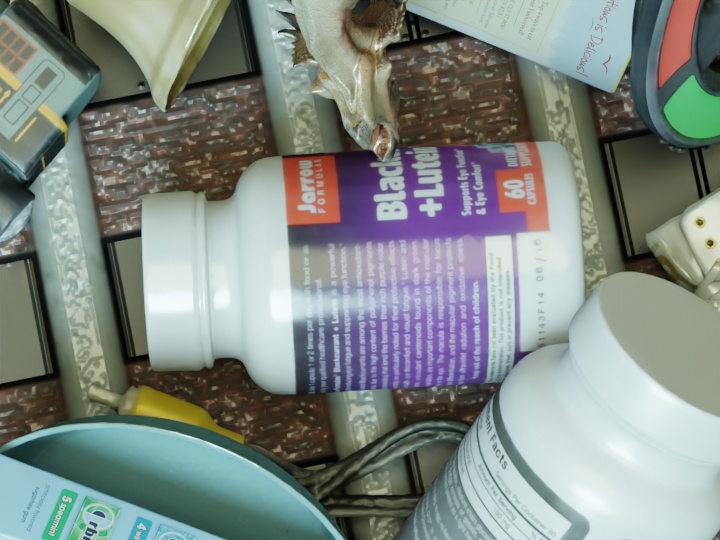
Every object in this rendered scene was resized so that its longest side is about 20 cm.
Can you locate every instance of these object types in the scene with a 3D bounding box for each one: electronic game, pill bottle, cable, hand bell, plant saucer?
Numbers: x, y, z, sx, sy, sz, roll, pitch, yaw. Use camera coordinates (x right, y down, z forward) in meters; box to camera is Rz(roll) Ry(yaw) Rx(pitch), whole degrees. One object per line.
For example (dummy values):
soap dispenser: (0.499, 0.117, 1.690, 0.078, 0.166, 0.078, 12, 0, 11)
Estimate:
electronic game: (0.191, -0.146, 1.135, 0.042, 0.200, 0.200, 36, 84, 28)
pill bottle: (0.000, 0.000, 1.151, 0.199, 0.111, 0.112, -4, 85, -3)
cable: (-0.038, 0.108, 1.170, 0.199, 0.050, 0.098, 4, 87, 0)
hand bell: (-0.156, -0.166, 1.161, 0.199, 0.104, 0.105, 27, 84, -1)
plant saucer: (-0.087, 0.131, 1.124, 0.199, 0.201, 0.036, 19, 42, 0)
pill bottle: (0.093, 0.106, 1.101, 0.116, 0.116, 0.200, 34, 118, 2)

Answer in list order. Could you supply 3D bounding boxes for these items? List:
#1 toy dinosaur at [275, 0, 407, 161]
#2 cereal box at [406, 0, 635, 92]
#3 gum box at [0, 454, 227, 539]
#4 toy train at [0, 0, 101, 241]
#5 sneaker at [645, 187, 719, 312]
toy dinosaur: (-0.004, -0.162, 1.094, 0.086, 0.135, 0.201, 25, 97, 30)
cereal box: (0.054, -0.177, 1.159, 0.199, 0.144, 0.040, 22, 47, -1)
gum box: (-0.090, 0.181, 1.108, 0.199, 0.170, 0.045, 20, 45, -1)
toy train: (-0.217, -0.105, 1.168, 0.200, 0.085, 0.114, 42, 81, 0)
sneaker: (0.170, 0.034, 1.178, 0.115, 0.074, 0.200, 37, 75, 3)
